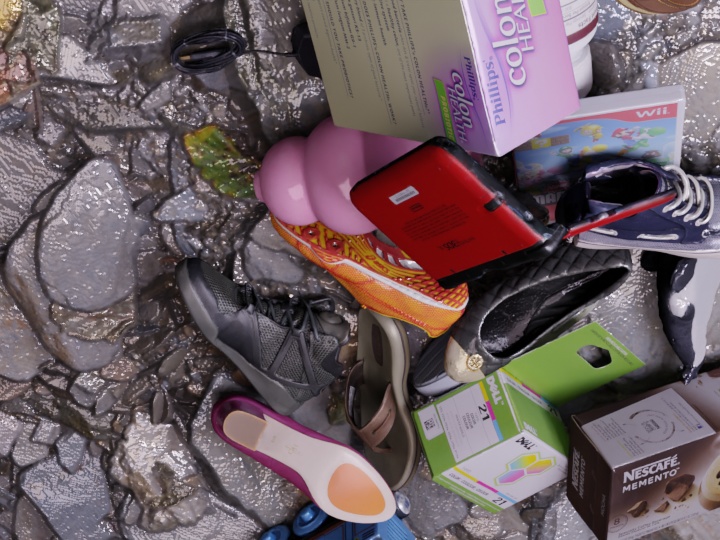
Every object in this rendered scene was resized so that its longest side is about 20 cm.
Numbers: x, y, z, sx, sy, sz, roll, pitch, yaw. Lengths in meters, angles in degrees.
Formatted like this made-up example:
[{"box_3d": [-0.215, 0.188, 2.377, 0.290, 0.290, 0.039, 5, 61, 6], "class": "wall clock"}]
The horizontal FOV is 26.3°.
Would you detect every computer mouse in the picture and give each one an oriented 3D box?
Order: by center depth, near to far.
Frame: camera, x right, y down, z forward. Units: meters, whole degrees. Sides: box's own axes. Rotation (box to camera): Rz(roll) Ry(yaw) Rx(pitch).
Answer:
[{"box_3d": [-0.066, -0.193, 1.325, 0.199, 0.034, 0.059, 1, 140, 6], "class": "computer mouse"}]

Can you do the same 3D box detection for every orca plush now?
[{"box_3d": [0.299, 0.002, 1.434, 0.105, 0.071, 0.201, -40, 137, -27], "class": "orca plush"}]

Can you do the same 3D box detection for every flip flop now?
[{"box_3d": [0.013, 0.123, 1.477, 0.057, 0.081, 0.201, -25, 126, -33], "class": "flip flop"}]

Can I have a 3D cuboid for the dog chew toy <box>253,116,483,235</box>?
[{"box_3d": [0.004, -0.087, 1.339, 0.199, 0.125, 0.125, -6, 122, 14], "class": "dog chew toy"}]

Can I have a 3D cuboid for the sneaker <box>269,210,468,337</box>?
[{"box_3d": [0.000, 0.000, 1.399, 0.200, 0.073, 0.077, 32, 138, 4], "class": "sneaker"}]

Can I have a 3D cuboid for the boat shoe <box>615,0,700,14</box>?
[{"box_3d": [0.229, -0.249, 1.209, 0.200, 0.067, 0.072, 21, 86, -53], "class": "boat shoe"}]

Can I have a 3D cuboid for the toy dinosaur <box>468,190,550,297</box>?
[{"box_3d": [0.112, -0.019, 1.404, 0.088, 0.048, 0.200, 38, 137, -28], "class": "toy dinosaur"}]

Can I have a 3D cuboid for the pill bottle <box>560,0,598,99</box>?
[{"box_3d": [0.133, -0.236, 1.243, 0.114, 0.114, 0.201, -7, 122, 5], "class": "pill bottle"}]

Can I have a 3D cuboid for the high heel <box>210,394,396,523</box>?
[{"box_3d": [-0.057, 0.185, 1.512, 0.199, 0.096, 0.068, 26, 89, -12], "class": "high heel"}]

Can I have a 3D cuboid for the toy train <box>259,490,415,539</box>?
[{"box_3d": [-0.034, 0.295, 1.570, 0.200, 0.114, 0.087, -31, 116, 18], "class": "toy train"}]

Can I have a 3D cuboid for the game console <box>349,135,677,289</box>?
[{"box_3d": [0.112, -0.059, 1.194, 0.172, 0.200, 0.119, 42, 71, -9], "class": "game console"}]

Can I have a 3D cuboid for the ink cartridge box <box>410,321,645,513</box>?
[{"box_3d": [0.171, 0.141, 1.462, 0.200, 0.076, 0.148, -29, 148, 18], "class": "ink cartridge box"}]

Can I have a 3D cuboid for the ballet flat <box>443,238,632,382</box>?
[{"box_3d": [0.154, 0.034, 1.374, 0.200, 0.057, 0.066, -39, 114, 11], "class": "ballet flat"}]

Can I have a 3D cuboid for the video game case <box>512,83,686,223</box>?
[{"box_3d": [0.203, -0.094, 1.321, 0.142, 0.018, 0.200, -8, 156, 6], "class": "video game case"}]

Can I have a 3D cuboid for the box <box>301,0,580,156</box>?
[{"box_3d": [0.053, -0.198, 1.187, 0.097, 0.200, 0.177, -31, 118, -30], "class": "box"}]

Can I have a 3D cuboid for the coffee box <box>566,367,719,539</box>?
[{"box_3d": [0.303, 0.173, 1.466, 0.199, 0.080, 0.113, -16, 131, -16], "class": "coffee box"}]

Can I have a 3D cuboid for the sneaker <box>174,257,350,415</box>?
[{"box_3d": [-0.083, 0.042, 1.442, 0.114, 0.076, 0.200, -32, 119, 17], "class": "sneaker"}]

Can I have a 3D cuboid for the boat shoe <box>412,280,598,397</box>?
[{"box_3d": [0.139, 0.064, 1.454, 0.200, 0.072, 0.062, -37, 119, 20], "class": "boat shoe"}]

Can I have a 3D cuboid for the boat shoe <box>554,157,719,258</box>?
[{"box_3d": [0.270, -0.055, 1.305, 0.199, 0.075, 0.093, -4, 165, -3], "class": "boat shoe"}]
